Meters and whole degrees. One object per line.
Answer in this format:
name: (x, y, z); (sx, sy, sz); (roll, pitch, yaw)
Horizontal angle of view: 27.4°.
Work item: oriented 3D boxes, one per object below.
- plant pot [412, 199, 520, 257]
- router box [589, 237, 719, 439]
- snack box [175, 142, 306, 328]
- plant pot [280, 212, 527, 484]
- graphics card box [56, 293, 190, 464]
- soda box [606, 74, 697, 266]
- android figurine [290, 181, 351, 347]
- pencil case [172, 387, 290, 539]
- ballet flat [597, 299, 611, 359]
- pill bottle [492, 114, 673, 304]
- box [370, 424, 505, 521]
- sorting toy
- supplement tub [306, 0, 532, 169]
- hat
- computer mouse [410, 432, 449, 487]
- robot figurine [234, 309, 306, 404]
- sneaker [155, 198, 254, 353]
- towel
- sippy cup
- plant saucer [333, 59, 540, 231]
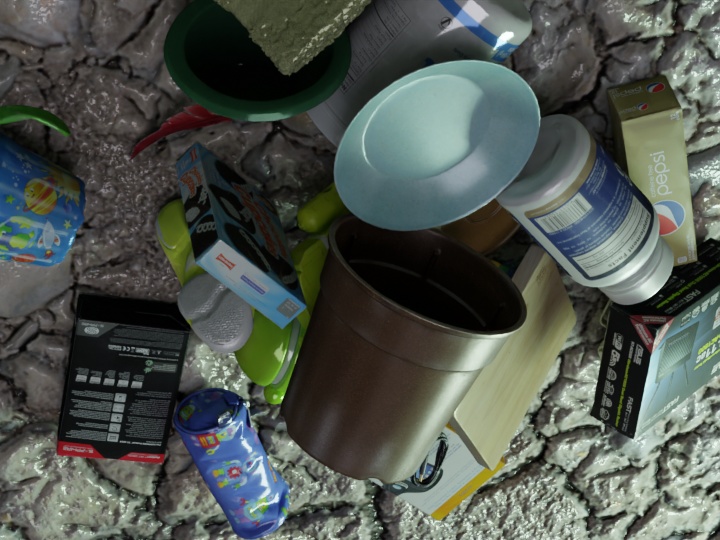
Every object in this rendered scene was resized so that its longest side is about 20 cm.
plant pot: (0.121, -0.080, 1.496); (0.200, 0.027, 0.200); (-24, 136, -26)
router box: (0.340, 0.072, 1.606); (0.200, 0.062, 0.150); (-29, 136, -38)
snack box: (-0.119, -0.037, 1.444); (0.037, 0.200, 0.116); (-42, 121, 14)
plant pot: (0.025, 0.080, 1.401); (0.200, 0.200, 0.199); (17, 116, -19)
graphics card box: (-0.264, 0.123, 1.636); (0.125, 0.051, 0.200); (7, 126, -12)
soda box: (0.306, -0.098, 1.541); (0.064, 0.068, 0.200); (-14, 127, 3)
android figurine: (0.000, 0.000, 1.516); (0.200, 0.041, 0.182); (-41, 112, -23)
pencil case: (-0.143, 0.221, 1.708); (0.087, 0.078, 0.200); (-23, 126, -1)
ballet flat: (0.303, 0.077, 1.684); (0.064, 0.067, 0.200); (14, 127, 16)
pill bottle: (0.227, -0.054, 1.467); (0.111, 0.111, 0.200); (-36, 126, 18)
box: (0.061, 0.210, 1.754); (0.200, 0.042, 0.119); (36, 114, -26)
sorting toy: (0.141, 0.086, 1.576); (0.200, 0.069, 0.199); (-59, 153, -13)
supplement tub: (0.052, -0.203, 1.390); (0.132, 0.132, 0.200); (31, 117, -27)
hat: (-0.105, -0.160, 1.420); (0.166, 0.200, 0.176); (-43, 155, -27)
computer mouse: (0.083, 0.158, 1.682); (0.058, 0.034, 0.201); (-5, 109, -21)
robot figurine: (-0.047, 0.080, 1.593); (0.199, 0.116, 0.176); (14, 131, -17)
sneaker: (-0.144, 0.019, 1.496); (0.076, 0.200, 0.105); (-23, 143, 0)
towel: (-0.038, -0.285, 1.314); (0.200, 0.036, 0.148); (-45, 76, 9)
sippy cup: (-0.345, -0.066, 1.445); (0.130, 0.140, 0.178); (19, 147, -33)
plant saucer: (0.065, -0.122, 1.354); (0.200, 0.039, 0.201); (-14, 138, -13)
